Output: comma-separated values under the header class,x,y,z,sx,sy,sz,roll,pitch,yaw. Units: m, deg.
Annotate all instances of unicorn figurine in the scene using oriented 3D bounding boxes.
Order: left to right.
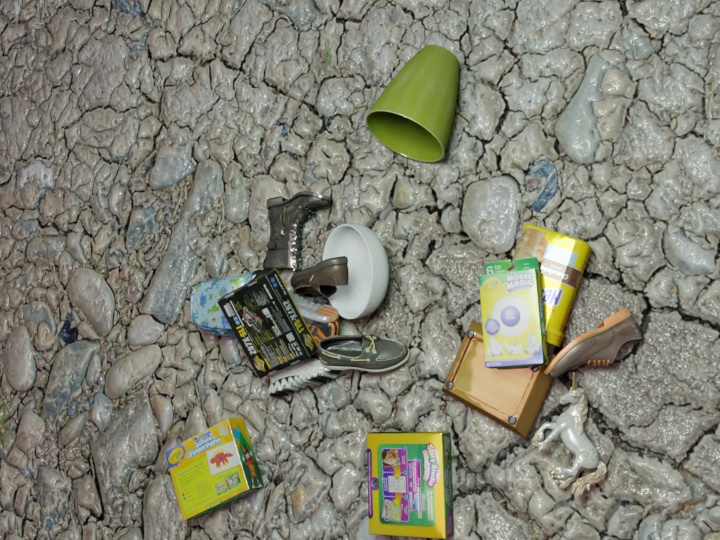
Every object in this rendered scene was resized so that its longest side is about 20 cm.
class,x,y,z,sx,sy,sz,roll,pitch,yaw
unicorn figurine,0.394,0.313,1.431,0.136,0.074,0.203,-31,83,8

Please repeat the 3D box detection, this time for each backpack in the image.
class,x,y,z,sx,sy,sz,roll,pitch,yaw
backpack,-0.302,0.082,1.783,0.197,0.152,0.168,-3,86,38

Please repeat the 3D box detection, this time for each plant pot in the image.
class,x,y,z,sx,sy,sz,roll,pitch,yaw
plant pot,0.134,-0.370,1.624,0.184,0.187,0.203,19,75,27

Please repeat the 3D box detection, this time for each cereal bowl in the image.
class,x,y,z,sx,sy,sz,roll,pitch,yaw
cereal bowl,0.000,0.000,1.646,0.198,0.082,0.206,9,101,54

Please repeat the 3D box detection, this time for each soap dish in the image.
class,x,y,z,sx,sy,sz,roll,pitch,yaw
soap dish,0.267,0.211,1.498,0.197,0.081,0.160,26,93,28

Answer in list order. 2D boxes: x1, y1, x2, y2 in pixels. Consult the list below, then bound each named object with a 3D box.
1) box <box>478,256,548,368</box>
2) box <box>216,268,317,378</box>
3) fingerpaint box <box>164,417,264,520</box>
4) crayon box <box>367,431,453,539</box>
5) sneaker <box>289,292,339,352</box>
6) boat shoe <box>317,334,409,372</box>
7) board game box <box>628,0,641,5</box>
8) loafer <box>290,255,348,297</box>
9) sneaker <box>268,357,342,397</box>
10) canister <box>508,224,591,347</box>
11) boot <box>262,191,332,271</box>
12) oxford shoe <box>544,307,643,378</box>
class,x,y,z,sx,sy,sz,roll,pitch,yaw
box,0.287,0.078,1.432,0.115,0.048,0.205,-8,76,26
box,-0.203,0.118,1.657,0.158,0.049,0.203,-25,97,33
fingerpaint box,-0.340,0.460,1.764,0.198,0.073,0.170,-30,71,19
crayon box,0.101,0.436,1.556,0.169,0.058,0.205,-5,79,24
sneaker,-0.135,0.124,1.698,0.197,0.077,0.115,18,120,31
boat shoe,0.006,0.172,1.617,0.196,0.061,0.073,-5,52,7
board game box,0.606,-0.655,1.494,0.196,0.041,0.205,-13,76,24
loafer,-0.091,0.027,1.646,0.199,0.072,0.073,-26,76,56
sneaker,-0.126,0.221,1.702,0.196,0.075,0.083,-19,64,22
canister,0.353,0.027,1.484,0.146,0.086,0.204,20,89,28
boot,-0.147,-0.086,1.769,0.196,0.069,0.179,-7,81,33
oxford shoe,0.434,0.150,1.411,0.198,0.071,0.074,-33,73,1
